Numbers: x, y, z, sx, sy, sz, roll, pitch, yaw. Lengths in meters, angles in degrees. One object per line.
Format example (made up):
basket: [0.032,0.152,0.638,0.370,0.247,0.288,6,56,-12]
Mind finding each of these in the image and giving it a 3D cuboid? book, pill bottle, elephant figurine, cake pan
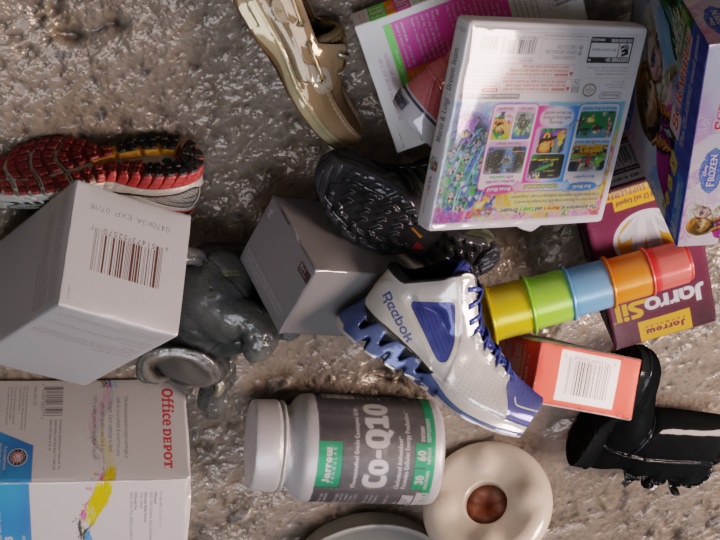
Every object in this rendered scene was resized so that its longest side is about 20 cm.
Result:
book: [0.104,-0.201,1.352,0.198,0.048,0.134,-18,128,3]
pill bottle: [-0.019,0.187,1.593,0.198,0.114,0.114,3,128,-12]
elephant figurine: [-0.158,0.065,1.471,0.200,0.141,0.156,-36,90,33]
cake pan: [0.007,0.355,1.779,0.198,0.037,0.202,-4,129,-5]

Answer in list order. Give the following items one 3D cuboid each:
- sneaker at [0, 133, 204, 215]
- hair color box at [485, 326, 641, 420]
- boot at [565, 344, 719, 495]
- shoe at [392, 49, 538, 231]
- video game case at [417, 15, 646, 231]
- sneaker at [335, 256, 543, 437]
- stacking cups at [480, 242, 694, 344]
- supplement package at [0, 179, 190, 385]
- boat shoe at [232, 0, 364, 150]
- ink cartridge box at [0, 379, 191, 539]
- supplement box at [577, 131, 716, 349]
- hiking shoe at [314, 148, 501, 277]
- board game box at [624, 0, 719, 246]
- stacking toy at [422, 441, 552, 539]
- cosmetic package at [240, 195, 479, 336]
sneaker: [-0.242,-0.069,1.379,0.198,0.078,0.083,0,132,-7]
hair color box: [0.181,0.098,1.503,0.110,0.200,0.065,11,91,-17]
boot: [0.330,0.164,1.658,0.161,0.074,0.199,11,133,-14]
shoe: [0.124,-0.120,1.346,0.091,0.072,0.200,-41,123,14]
video game case: [0.149,-0.126,1.306,0.198,0.024,0.184,-4,116,-34]
sneaker: [0.088,0.054,1.344,0.198,0.081,0.116,32,102,-5]
stacking cups: [0.214,0.020,1.424,0.198,0.061,0.061,-13,129,-3]
supplement package: [-0.251,0.016,1.359,0.116,0.118,0.199,17,155,-31]
boat shoe: [-0.040,-0.188,1.321,0.064,0.072,0.201,-26,126,13]
ink cartridge box: [-0.275,0.212,1.550,0.198,0.148,0.146,1,128,-9]
supplement box: [0.274,-0.032,1.485,0.109,0.086,0.201,-17,129,4]
hiking shoe: [0.039,-0.065,1.391,0.199,0.101,0.076,29,125,-27]
board game box: [0.276,-0.161,1.311,0.041,0.200,0.201,-4,128,-5]
stacking toy: [0.159,0.294,1.723,0.145,0.147,0.200,-19,148,6]
cosmetic package: [0.000,0.000,1.420,0.198,0.107,0.091,3,131,-34]
